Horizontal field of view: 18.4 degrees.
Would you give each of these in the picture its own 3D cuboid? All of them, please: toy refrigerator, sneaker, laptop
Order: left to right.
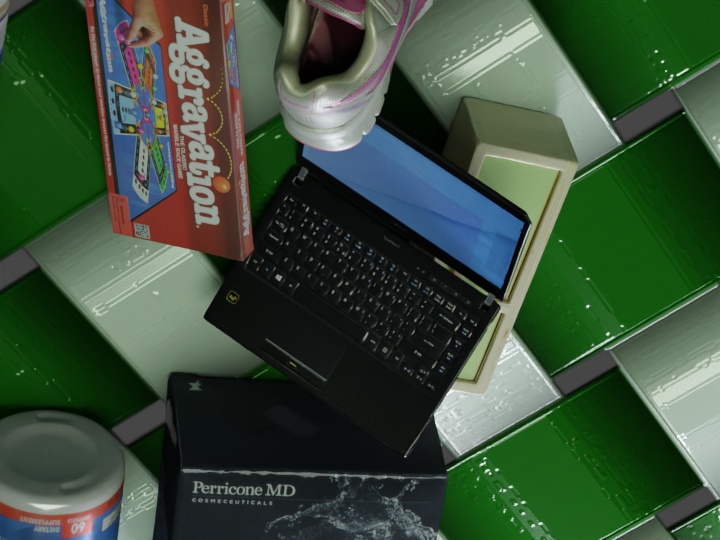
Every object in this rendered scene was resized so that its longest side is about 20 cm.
[{"bbox_3d":[0.000,0.000,1.479,0.177,0.103,0.201,34,100,11],"label":"laptop"},{"bbox_3d":[0.004,-0.174,1.382,0.081,0.088,0.201,19,87,10],"label":"sneaker"},{"bbox_3d":[0.080,-0.013,1.551,0.076,0.070,0.201,11,122,-16],"label":"toy refrigerator"}]

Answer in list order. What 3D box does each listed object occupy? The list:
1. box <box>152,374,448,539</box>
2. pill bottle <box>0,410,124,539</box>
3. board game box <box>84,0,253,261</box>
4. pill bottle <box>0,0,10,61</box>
[{"bbox_3d":[-0.051,0.191,1.642,0.195,0.118,0.201,2,122,-10],"label":"box"},{"bbox_3d":[-0.235,0.212,1.630,0.112,0.112,0.201,2,123,-10],"label":"pill bottle"},{"bbox_3d":[-0.126,-0.102,1.462,0.102,0.019,0.201,11,127,20],"label":"board game box"},{"bbox_3d":[-0.291,-0.109,1.402,0.119,0.120,0.201,7,122,-13],"label":"pill bottle"}]
